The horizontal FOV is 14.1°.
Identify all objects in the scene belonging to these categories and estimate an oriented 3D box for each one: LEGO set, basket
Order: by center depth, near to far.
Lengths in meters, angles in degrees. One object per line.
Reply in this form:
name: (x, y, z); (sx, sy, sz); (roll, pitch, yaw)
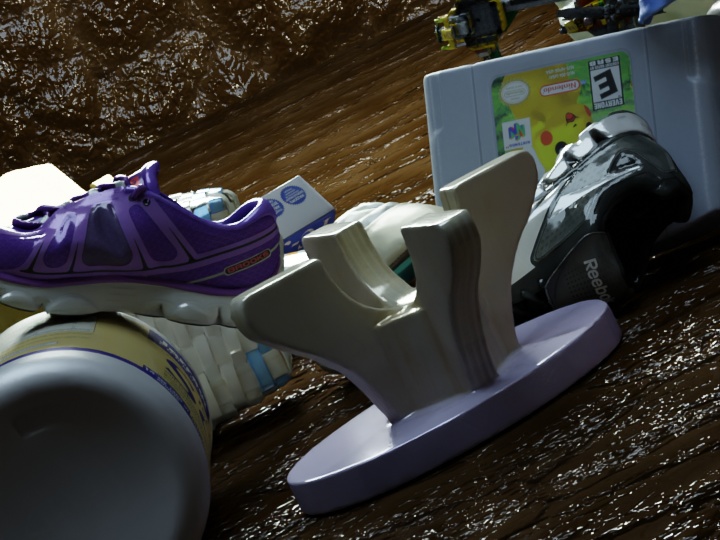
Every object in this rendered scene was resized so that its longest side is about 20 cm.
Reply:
basket: (-0.149, 0.044, 1.796); (0.200, 0.177, 0.139); (-18, 6, -4)
LEGO set: (0.124, -0.096, 1.797); (0.154, 0.200, 0.116); (-2, 18, 16)

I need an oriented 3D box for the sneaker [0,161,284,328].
sneaker: (-0.140, -0.020, 1.572); (0.200, 0.084, 0.081); (4, 9, -12)

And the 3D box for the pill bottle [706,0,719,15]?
pill bottle: (0.317, -0.157, 1.775); (0.200, 0.113, 0.113); (-30, 10, -18)

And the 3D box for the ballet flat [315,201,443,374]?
ballet flat: (0.000, 0.000, 1.716); (0.069, 0.069, 0.200); (-32, -14, -29)

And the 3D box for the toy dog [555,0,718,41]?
toy dog: (0.240, -0.189, 1.902); (0.200, 0.194, 0.140); (-39, -3, 15)

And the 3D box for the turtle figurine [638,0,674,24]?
turtle figurine: (0.202, -0.244, 1.715); (0.200, 0.144, 0.194); (-49, 48, 11)

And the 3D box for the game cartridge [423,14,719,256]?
game cartridge: (0.130, -0.067, 1.718); (0.200, 0.133, 0.040); (-11, -6, 32)

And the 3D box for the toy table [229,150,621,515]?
toy table: (0.031, 0.028, 1.529); (0.200, 0.117, 0.184); (-31, 10, -33)

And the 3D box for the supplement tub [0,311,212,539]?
supplement tub: (-0.151, 0.098, 1.551); (0.145, 0.146, 0.200); (-26, 9, 2)

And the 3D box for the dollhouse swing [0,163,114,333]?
dollhouse swing: (-0.226, 0.043, 1.934); (0.200, 0.182, 0.176); (-30, 11, -14)

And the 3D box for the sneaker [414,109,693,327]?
sneaker: (0.106, -0.001, 1.624); (0.200, 0.066, 0.090); (-42, 40, -4)

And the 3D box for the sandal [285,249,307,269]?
sandal: (-0.066, 0.026, 1.984); (0.207, 0.059, 0.079); (-27, 9, -3)

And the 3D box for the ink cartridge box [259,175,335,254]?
ink cartridge box: (-0.109, 0.020, 2.036); (0.200, 0.044, 0.094); (-32, -31, -29)
